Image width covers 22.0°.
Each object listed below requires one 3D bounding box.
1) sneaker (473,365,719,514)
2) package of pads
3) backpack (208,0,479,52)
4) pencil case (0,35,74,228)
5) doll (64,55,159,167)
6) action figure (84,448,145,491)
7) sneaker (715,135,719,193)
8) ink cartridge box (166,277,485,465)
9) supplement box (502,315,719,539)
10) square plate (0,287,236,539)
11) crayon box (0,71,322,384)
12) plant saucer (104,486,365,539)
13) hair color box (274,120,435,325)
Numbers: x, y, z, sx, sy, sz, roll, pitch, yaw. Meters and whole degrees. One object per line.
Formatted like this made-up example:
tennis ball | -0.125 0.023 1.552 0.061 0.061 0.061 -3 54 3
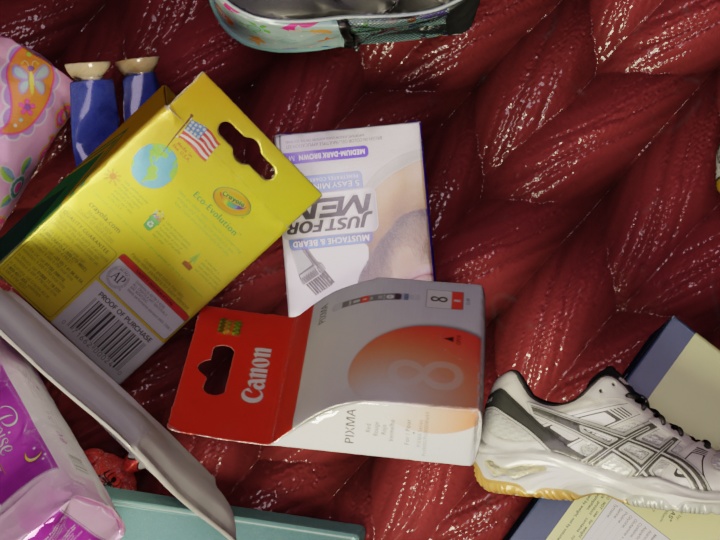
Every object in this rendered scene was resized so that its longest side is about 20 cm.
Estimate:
sneaker | 0.172 0.106 1.171 0.197 0.076 0.089 6 84 5
package of pads | -0.252 0.142 1.281 0.120 0.076 0.200 -41 47 1
backpack | -0.021 -0.242 1.317 0.197 0.151 0.180 -7 81 -5
pencil case | -0.282 -0.069 1.334 0.087 0.087 0.201 28 78 6
doll | -0.162 -0.051 1.336 0.135 0.048 0.203 -8 98 -30
action figure | -0.224 0.191 1.330 0.200 0.052 0.066 -41 91 -5
sneaker | 0.348 -0.055 1.322 0.198 0.078 0.083 21 89 14
ink cartridge box | -0.017 0.055 1.220 0.197 0.163 0.051 8 119 0
supplement box | 0.230 0.174 1.265 0.199 0.134 0.201 37 87 7
square plate | -0.172 0.086 1.231 0.198 0.200 0.028 38 80 28
crayon box | -0.139 -0.033 1.276 0.200 0.051 0.127 -41 113 9
plant saucer | -0.096 0.203 1.316 0.198 0.019 0.071 10 84 -10
hair color box | 0.000 0.000 1.334 0.108 0.065 0.203 -6 85 1
